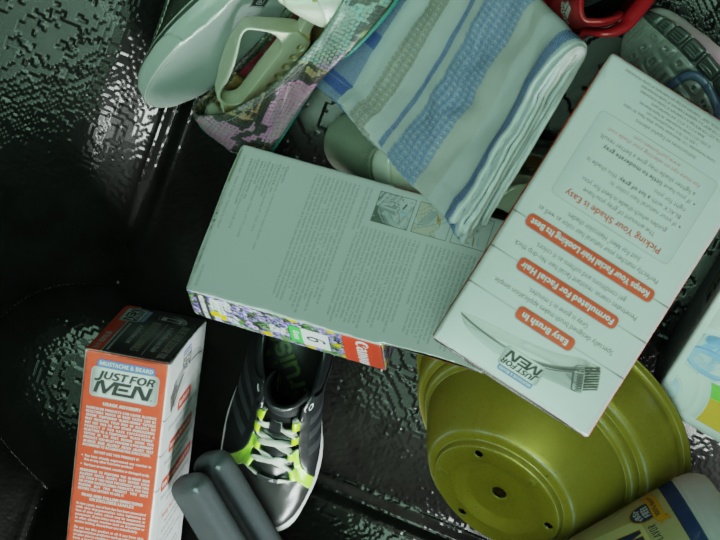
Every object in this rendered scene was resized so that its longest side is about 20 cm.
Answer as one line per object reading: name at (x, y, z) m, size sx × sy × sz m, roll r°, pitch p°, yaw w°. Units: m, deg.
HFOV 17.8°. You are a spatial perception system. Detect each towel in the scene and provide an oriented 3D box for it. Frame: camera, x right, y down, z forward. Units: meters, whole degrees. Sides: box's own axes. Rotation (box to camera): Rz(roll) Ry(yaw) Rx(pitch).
towel at (0.051, -0.128, 1.444) m, size 0.024 × 0.200 × 0.147 m, roll 15°, pitch 114°, yaw -41°

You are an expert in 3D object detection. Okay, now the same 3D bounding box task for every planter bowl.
planter bowl at (0.105, 0.119, 1.485) m, size 0.200 × 0.084 × 0.201 m, roll 23°, pitch 141°, yaw 20°

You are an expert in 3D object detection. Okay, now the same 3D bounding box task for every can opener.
can opener at (-0.073, 0.216, 1.584) m, size 0.066 × 0.053 × 0.200 m, roll -8°, pitch 118°, yaw 40°

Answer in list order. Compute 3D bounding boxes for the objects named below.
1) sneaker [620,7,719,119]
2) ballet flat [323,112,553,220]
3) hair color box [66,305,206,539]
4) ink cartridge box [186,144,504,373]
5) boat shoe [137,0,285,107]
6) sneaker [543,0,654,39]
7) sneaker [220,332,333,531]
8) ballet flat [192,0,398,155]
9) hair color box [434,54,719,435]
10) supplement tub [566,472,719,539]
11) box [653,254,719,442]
sneaker at (0.240, -0.088, 1.460) m, size 0.074 × 0.087 × 0.200 m, roll -35°, pitch 100°, yaw 36°
ballet flat at (0.070, -0.065, 1.503) m, size 0.199 × 0.064 × 0.068 m, roll 10°, pitch 117°, yaw 7°
hair color box at (-0.156, 0.137, 1.572) m, size 0.064 × 0.111 × 0.201 m, roll 11°, pitch 105°, yaw 6°
ink cartridge box at (0.000, 0.000, 1.482) m, size 0.199 × 0.050 × 0.109 m, roll 16°, pitch 69°, yaw 11°
boat shoe at (-0.085, -0.192, 1.503) m, size 0.200 × 0.071 × 0.064 m, roll -48°, pitch 60°, yaw 25°
sneaker at (0.110, -0.163, 1.445) m, size 0.200 × 0.116 × 0.078 m, roll -35°, pitch 97°, yaw 16°
sneaker at (-0.059, 0.089, 1.557) m, size 0.071 × 0.083 × 0.201 m, roll 13°, pitch 106°, yaw 7°
ballet flat at (-0.041, -0.153, 1.485) m, size 0.071 × 0.069 × 0.200 m, roll 23°, pitch 122°, yaw -30°
hair color box at (0.142, -0.015, 1.387) m, size 0.111 × 0.064 × 0.200 m, roll 33°, pitch 89°, yaw 3°
supplement tub at (0.161, 0.232, 1.431) m, size 0.200 × 0.144 × 0.145 m, roll -30°, pitch 98°, yaw 2°
box at (0.300, 0.076, 1.482) m, size 0.200 × 0.101 × 0.113 m, roll 30°, pitch 107°, yaw 1°
